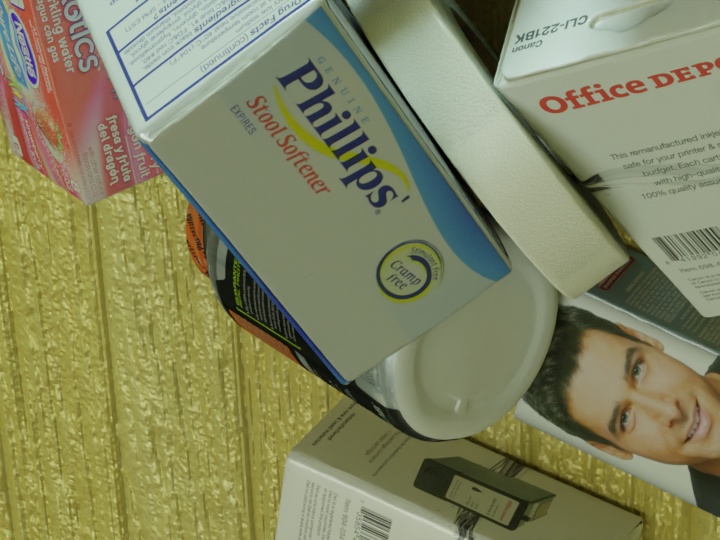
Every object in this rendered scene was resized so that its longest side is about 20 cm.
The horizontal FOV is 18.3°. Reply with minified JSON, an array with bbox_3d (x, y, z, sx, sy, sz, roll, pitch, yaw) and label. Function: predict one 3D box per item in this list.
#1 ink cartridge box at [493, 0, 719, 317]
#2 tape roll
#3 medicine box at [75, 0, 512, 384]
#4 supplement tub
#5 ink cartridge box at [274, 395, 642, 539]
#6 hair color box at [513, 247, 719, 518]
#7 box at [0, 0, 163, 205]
[{"bbox_3d":[0.178,-0.074,1.046,0.144,0.084,0.200,-12,140,37],"label":"ink cartridge box"},{"bbox_3d":[0.062,-0.075,1.106,0.037,0.203,0.203,-37,94,9],"label":"tape roll"},{"bbox_3d":[-0.039,-0.081,1.060,0.103,0.200,0.182,-34,127,5],"label":"medicine box"},{"bbox_3d":[0.000,0.000,1.201,0.200,0.122,0.123,31,132,43],"label":"supplement tub"},{"bbox_3d":[0.052,0.183,1.323,0.199,0.084,0.146,23,126,20],"label":"ink cartridge box"},{"bbox_3d":[0.190,0.070,1.191,0.199,0.061,0.099,26,126,18],"label":"hair color box"},{"bbox_3d":[-0.146,-0.151,1.161,0.102,0.094,0.201,32,140,53],"label":"box"}]
